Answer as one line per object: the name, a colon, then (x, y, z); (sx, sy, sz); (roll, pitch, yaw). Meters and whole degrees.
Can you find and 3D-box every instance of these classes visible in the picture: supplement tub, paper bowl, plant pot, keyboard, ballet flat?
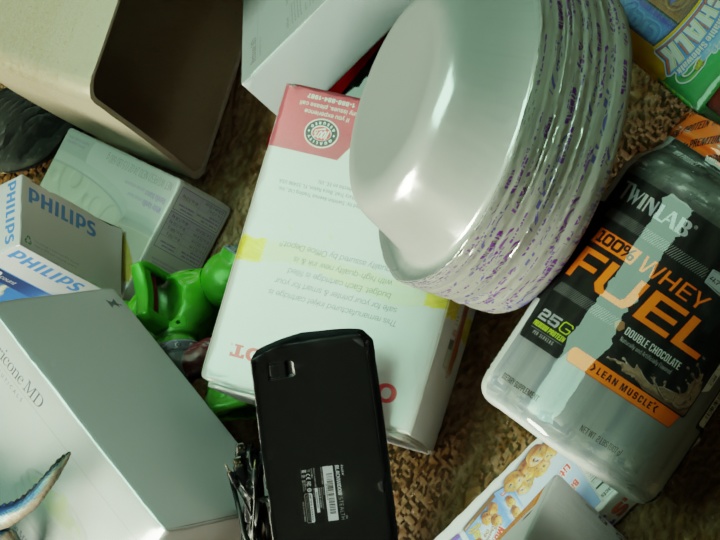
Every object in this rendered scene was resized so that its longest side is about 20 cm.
supplement tub: (0.168, 0.019, 1.486); (0.122, 0.122, 0.201); (33, 90, 46)
paper bowl: (0.065, -0.085, 1.507); (0.202, 0.104, 0.201); (-90, 26, -44)
plant pot: (-0.196, -0.201, 1.859); (0.176, 0.200, 0.201); (13, 80, 22)
keyboard: (-0.033, 0.132, 1.611); (0.040, 0.103, 0.201); (-104, 8, -75)
ballet flat: (-0.223, -0.129, 2.009); (0.199, 0.057, 0.067); (-30, 87, 32)

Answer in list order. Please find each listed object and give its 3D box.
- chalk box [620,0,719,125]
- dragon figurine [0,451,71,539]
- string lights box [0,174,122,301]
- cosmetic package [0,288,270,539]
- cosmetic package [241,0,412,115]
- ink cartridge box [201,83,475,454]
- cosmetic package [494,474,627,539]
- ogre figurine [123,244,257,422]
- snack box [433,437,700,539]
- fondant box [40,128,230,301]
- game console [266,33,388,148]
chalk box: (0.233, -0.141, 1.539); (0.124, 0.124, 0.200); (-51, 44, 8)
dragon figurine: (-0.257, 0.162, 1.628); (0.099, 0.059, 0.200); (45, 128, 16)
string lights box: (-0.273, 0.008, 1.852); (0.199, 0.103, 0.059); (-22, 55, 33)
cosmetic package: (-0.188, 0.154, 1.696); (0.200, 0.123, 0.200); (48, 119, 24)
cosmetic package: (-0.014, -0.199, 1.788); (0.151, 0.052, 0.200); (-41, 21, 17)
ink cartridge box: (0.000, 0.000, 1.661); (0.144, 0.083, 0.201); (14, 81, 16)
cosmetic package: (0.091, 0.189, 1.448); (0.071, 0.200, 0.102); (43, 101, 2)
ogre figurine: (-0.114, 0.056, 1.772); (0.200, 0.098, 0.121); (-34, 61, 39)
snack box: (0.112, 0.142, 1.573); (0.200, 0.024, 0.072); (-46, 48, 14)
fondant box: (-0.197, 0.013, 1.895); (0.144, 0.058, 0.201); (25, 87, 46)
game console: (0.038, -0.112, 1.775); (0.172, 0.119, 0.200); (43, 101, 14)
